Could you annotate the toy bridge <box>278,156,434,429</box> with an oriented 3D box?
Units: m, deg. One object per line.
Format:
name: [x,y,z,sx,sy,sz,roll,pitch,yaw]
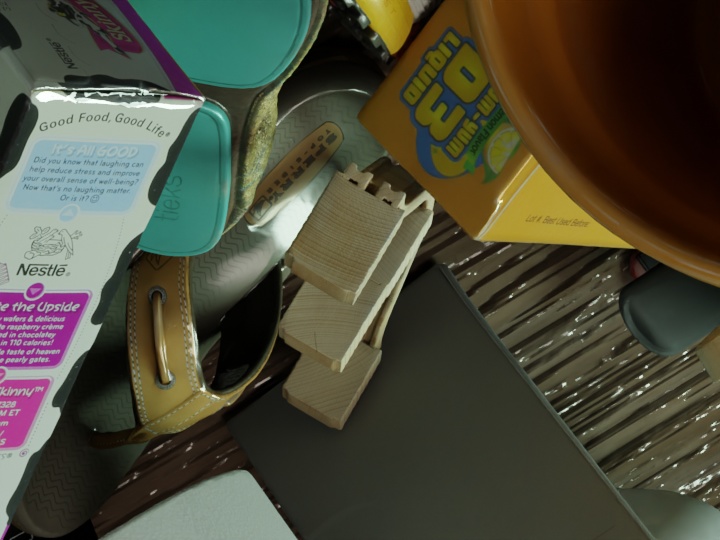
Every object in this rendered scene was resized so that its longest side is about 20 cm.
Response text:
toy bridge: [0.000,0.000,1.002,0.067,0.027,0.200,-59,174,-14]

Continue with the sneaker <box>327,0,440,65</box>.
sneaker: [-0.009,-0.148,0.895,0.082,0.078,0.200,-43,149,-5]

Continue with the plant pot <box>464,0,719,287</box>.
plant pot: [0.142,-0.085,0.871,0.200,0.200,0.183,-43,168,6]

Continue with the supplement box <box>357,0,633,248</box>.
supplement box: [0.082,-0.050,1.014,0.067,0.069,0.200,-51,159,18]

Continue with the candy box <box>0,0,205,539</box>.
candy box: [-0.134,-0.010,0.873,0.061,0.137,0.201,0,129,-39]

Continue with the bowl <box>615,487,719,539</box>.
bowl: [0.072,0.139,1.184,0.200,0.091,0.201,-29,-175,3]

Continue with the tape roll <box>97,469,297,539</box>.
tape roll: [-0.106,0.138,0.979,0.202,0.037,0.203,-35,171,-7]

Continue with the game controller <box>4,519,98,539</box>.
game controller: [-0.182,0.138,1.056,0.199,0.042,0.105,-29,140,-13]

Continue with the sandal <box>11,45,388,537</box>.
sandal: [-0.052,0.014,1.014,0.200,0.055,0.082,-46,143,0]

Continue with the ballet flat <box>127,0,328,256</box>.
ballet flat: [-0.048,-0.076,0.900,0.070,0.071,0.200,-21,159,-20]

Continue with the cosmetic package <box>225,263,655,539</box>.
cosmetic package: [0.048,0.107,1.079,0.107,0.200,0.090,-35,140,0]

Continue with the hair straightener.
hair straightener: [0.181,-0.020,1.103,0.199,0.077,0.041,-27,106,25]

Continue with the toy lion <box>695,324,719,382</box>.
toy lion: [0.226,-0.004,1.089,0.191,0.069,0.200,-31,175,-46]
